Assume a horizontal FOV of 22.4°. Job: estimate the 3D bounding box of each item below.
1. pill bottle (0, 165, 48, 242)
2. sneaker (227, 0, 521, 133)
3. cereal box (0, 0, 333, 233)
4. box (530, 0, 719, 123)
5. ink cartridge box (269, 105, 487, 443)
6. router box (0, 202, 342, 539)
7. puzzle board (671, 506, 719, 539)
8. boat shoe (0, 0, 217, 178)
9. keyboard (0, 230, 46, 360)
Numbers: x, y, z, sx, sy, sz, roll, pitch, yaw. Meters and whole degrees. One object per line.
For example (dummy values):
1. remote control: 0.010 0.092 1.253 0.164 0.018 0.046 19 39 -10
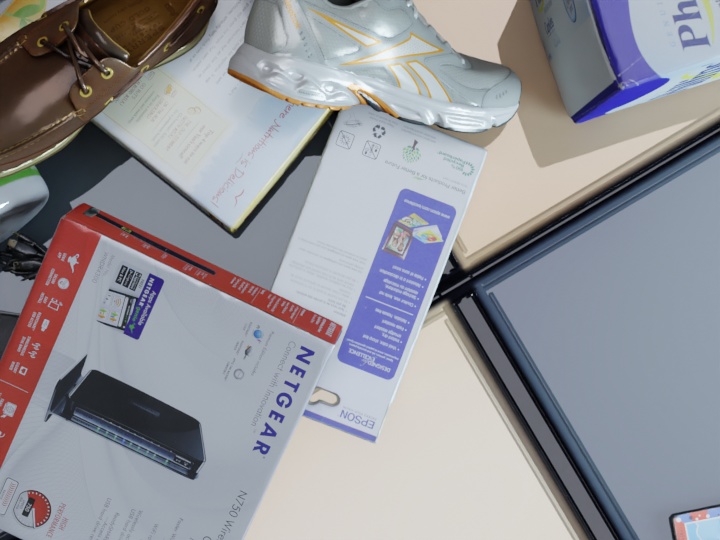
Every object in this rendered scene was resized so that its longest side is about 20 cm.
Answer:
1. pill bottle: -0.288 -0.101 1.113 0.111 0.111 0.200 -32 88 -3
2. sneaker: 0.021 -0.140 1.105 0.200 0.076 0.092 5 106 -33
3. cereal box: -0.114 -0.140 1.156 0.200 0.040 0.144 39 84 0
4. box: 0.217 -0.173 1.098 0.200 0.184 0.105 -17 89 -2
5. ink cartridge box: 0.000 0.000 1.152 0.099 0.039 0.200 22 85 0
6. router box: -0.133 0.086 1.110 0.179 0.049 0.200 25 103 0
7. puzzle board: 0.291 0.240 1.156 0.150 0.017 0.200 -11 86 -3
8. boat shoe: -0.167 -0.128 1.073 0.200 0.068 0.072 -39 90 -23
9. keyboard: -0.174 0.046 1.149 0.200 0.021 0.127 10 98 -2
